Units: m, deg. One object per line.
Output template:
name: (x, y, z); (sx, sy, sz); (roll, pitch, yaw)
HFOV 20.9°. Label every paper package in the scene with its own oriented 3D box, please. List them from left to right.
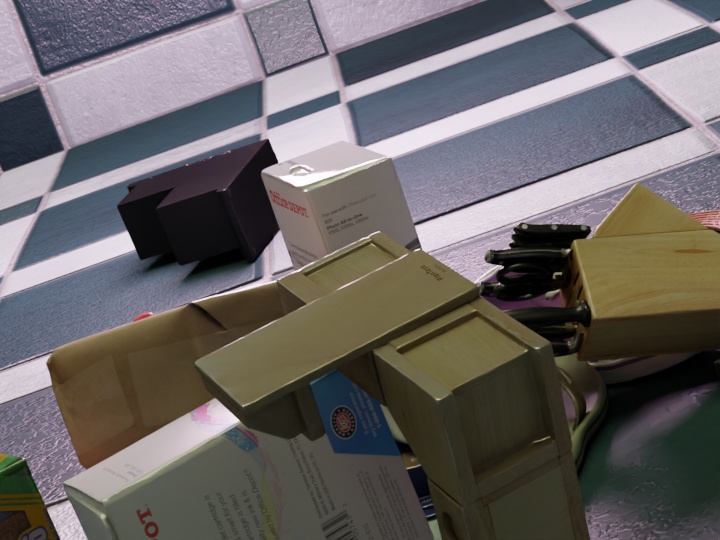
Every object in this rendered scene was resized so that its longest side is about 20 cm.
paper package: (-0.103, 0.073, 1.493); (0.191, 0.104, 0.200); (-15, -2, -40)

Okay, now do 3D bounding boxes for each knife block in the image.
knife block: (0.188, 0.031, 1.414); (0.176, 0.200, 0.064); (-48, -16, -28)

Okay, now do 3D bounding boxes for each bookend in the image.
bookend: (-0.204, -0.061, 2.338); (0.199, 0.092, 0.200); (-17, 16, 17)

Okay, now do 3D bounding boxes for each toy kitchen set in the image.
toy kitchen set: (0.010, 0.110, 1.197); (0.163, 0.180, 0.200); (-26, 31, -19)

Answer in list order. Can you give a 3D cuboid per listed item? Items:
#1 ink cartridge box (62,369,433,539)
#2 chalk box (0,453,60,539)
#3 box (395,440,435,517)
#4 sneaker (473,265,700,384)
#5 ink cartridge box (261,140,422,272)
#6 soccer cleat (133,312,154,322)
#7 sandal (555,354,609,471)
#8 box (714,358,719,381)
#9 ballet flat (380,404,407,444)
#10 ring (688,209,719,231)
ink cartridge box: (-0.073, 0.159, 1.277); (0.200, 0.145, 0.085); (-29, 17, -23)
chalk box: (-0.326, 0.228, 1.408); (0.200, 0.124, 0.124); (-29, 17, -30)
box: (0.037, 0.135, 1.452); (0.121, 0.032, 0.200); (-18, 16, 7)
sneaker: (0.172, 0.026, 1.507); (0.200, 0.114, 0.073); (-8, 18, 35)
ink cartridge box: (0.000, 0.000, 1.645); (0.084, 0.200, 0.146); (-23, 15, -13)
soccer cleat: (-0.215, 0.104, 1.801); (0.068, 0.073, 0.200); (-15, 15, 16)
sandal: (0.132, 0.098, 1.405); (0.080, 0.057, 0.201); (-16, 15, 15)
box: (0.375, 0.047, 1.300); (0.198, 0.050, 0.200); (-29, 18, -27)
ballet flat: (0.053, 0.095, 1.386); (0.069, 0.069, 0.200); (-23, 16, -11)
ring: (0.260, -0.017, 1.726); (0.200, 0.019, 0.200); (-18, 16, 5)
